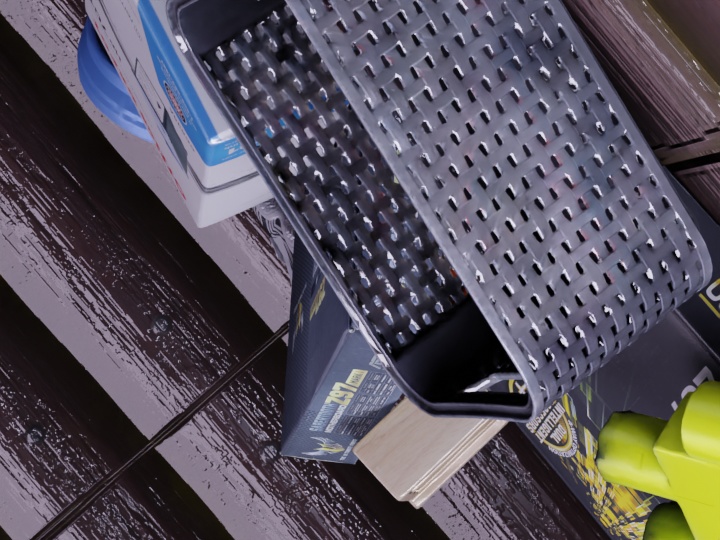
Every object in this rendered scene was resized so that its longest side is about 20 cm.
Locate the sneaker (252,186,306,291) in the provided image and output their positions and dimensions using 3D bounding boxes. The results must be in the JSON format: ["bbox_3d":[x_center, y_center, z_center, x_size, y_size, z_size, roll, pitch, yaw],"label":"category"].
[{"bbox_3d":[-0.025,0.004,1.371,0.200,0.075,0.115,-126,30,-52],"label":"sneaker"}]

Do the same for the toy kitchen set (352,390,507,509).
[{"bbox_3d":[0.134,0.111,1.181,0.200,0.180,0.163,47,180,9],"label":"toy kitchen set"}]

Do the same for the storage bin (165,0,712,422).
[{"bbox_3d":[0.028,-0.050,0.817,0.200,0.094,0.135,58,162,-9],"label":"storage bin"}]

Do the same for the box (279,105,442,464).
[{"bbox_3d":[0.000,0.000,1.157,0.200,0.051,0.158,118,157,-64],"label":"box"}]

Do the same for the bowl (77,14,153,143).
[{"bbox_3d":[-0.094,-0.155,1.459,0.201,0.200,0.039,49,147,38],"label":"bowl"}]

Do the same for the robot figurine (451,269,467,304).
[{"bbox_3d":[0.113,0.037,1.345,0.143,0.117,0.200,9,180,-1],"label":"robot figurine"}]

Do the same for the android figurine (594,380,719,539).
[{"bbox_3d":[0.187,0.111,0.819,0.200,0.041,0.182,16,147,40],"label":"android figurine"}]

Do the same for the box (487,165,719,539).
[{"bbox_3d":[0.141,0.064,0.943,0.161,0.049,0.200,49,156,11],"label":"box"}]

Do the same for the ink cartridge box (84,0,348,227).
[{"bbox_3d":[-0.075,-0.118,1.075,0.147,0.086,0.200,62,169,7],"label":"ink cartridge box"}]
